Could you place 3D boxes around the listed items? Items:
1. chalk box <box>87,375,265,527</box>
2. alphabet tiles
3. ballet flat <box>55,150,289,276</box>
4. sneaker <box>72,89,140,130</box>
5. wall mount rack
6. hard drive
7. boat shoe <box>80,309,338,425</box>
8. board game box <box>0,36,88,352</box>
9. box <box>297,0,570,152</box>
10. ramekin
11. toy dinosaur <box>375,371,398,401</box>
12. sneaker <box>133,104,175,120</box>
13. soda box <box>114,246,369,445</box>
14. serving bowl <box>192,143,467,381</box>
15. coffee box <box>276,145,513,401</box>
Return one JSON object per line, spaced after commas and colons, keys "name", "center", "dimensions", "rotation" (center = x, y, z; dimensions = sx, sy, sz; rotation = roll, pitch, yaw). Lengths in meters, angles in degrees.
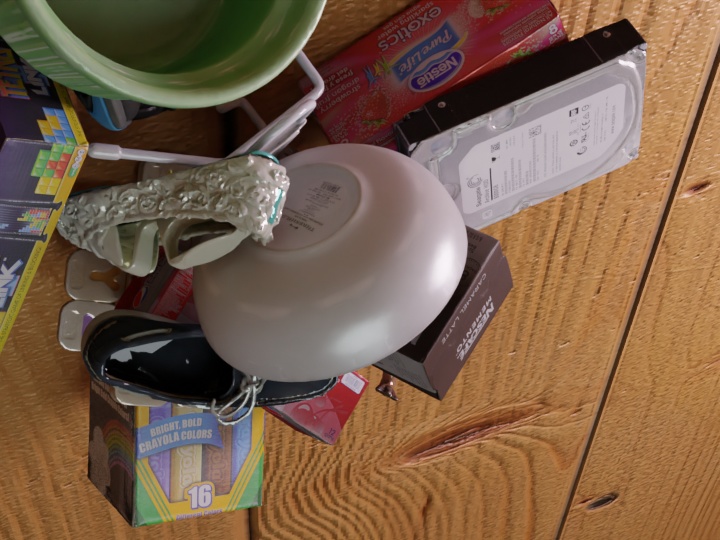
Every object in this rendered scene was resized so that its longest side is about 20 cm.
{"name": "chalk box", "center": [-0.161, 0.101, 1.086], "dimensions": [0.123, 0.124, 0.201], "rotation": [-2, 104, -30]}
{"name": "alphabet tiles", "center": [-0.143, 0.011, 1.002], "dimensions": [0.195, 0.015, 0.201], "rotation": [7, 91, -31]}
{"name": "ballet flat", "center": [-0.136, -0.031, 0.836], "dimensions": [0.199, 0.072, 0.072], "rotation": [-11, 154, 32]}
{"name": "sneaker", "center": [-0.153, -0.188, 0.766], "dimensions": [0.082, 0.073, 0.201], "rotation": [-18, 113, -29]}
{"name": "wall mount rack", "center": [-0.118, -0.085, 0.888], "dimensions": [0.174, 0.075, 0.200], "rotation": [-40, -177, -27]}
{"name": "hard drive", "center": [0.127, -0.102, 0.968], "dimensions": [0.199, 0.038, 0.140], "rotation": [-23, 146, -7]}
{"name": "boat shoe", "center": [-0.101, 0.069, 0.905], "dimensions": [0.199, 0.062, 0.075], "rotation": [14, 103, -26]}
{"name": "board game box", "center": [-0.257, -0.063, 0.824], "dimensions": [0.057, 0.166, 0.200], "rotation": [4, 133, -35]}
{"name": "box", "center": [0.066, -0.147, 0.985], "dimensions": [0.200, 0.096, 0.100], "rotation": [-32, 144, 6]}
{"name": "ramekin", "center": [-0.122, -0.188, 0.691], "dimensions": [0.199, 0.098, 0.201], "rotation": [-2, 93, -34]}
{"name": "toy dinosaur", "center": [0.011, 0.023, 1.070], "dimensions": [0.200, 0.086, 0.136], "rotation": [50, 60, -41]}
{"name": "sneaker", "center": [-0.118, -0.168, 0.875], "dimensions": [0.199, 0.071, 0.099], "rotation": [-17, 150, -14]}
{"name": "soda box", "center": [-0.092, 0.060, 0.987], "dimensions": [0.200, 0.070, 0.064], "rotation": [38, 76, -28]}
{"name": "serving bowl", "center": [-0.030, -0.022, 0.855], "dimensions": [0.199, 0.200, 0.066], "rotation": [-25, 133, -3]}
{"name": "coffee box", "center": [0.000, 0.000, 0.949], "dimensions": [0.115, 0.200, 0.080], "rotation": [-56, 154, -16]}
